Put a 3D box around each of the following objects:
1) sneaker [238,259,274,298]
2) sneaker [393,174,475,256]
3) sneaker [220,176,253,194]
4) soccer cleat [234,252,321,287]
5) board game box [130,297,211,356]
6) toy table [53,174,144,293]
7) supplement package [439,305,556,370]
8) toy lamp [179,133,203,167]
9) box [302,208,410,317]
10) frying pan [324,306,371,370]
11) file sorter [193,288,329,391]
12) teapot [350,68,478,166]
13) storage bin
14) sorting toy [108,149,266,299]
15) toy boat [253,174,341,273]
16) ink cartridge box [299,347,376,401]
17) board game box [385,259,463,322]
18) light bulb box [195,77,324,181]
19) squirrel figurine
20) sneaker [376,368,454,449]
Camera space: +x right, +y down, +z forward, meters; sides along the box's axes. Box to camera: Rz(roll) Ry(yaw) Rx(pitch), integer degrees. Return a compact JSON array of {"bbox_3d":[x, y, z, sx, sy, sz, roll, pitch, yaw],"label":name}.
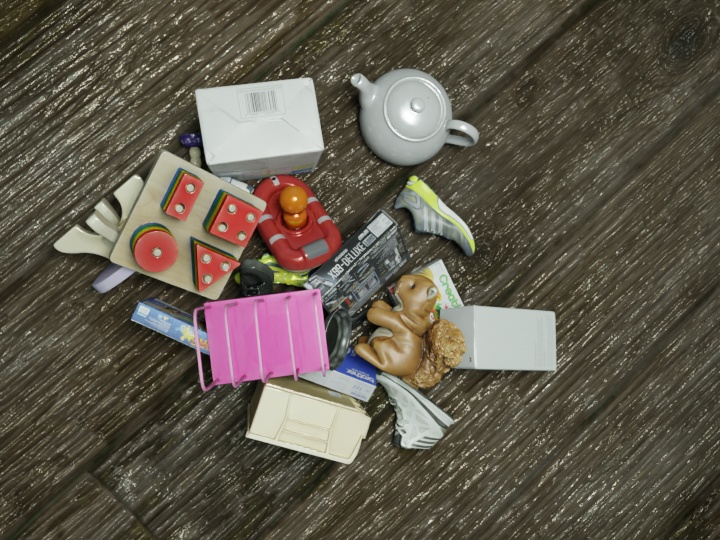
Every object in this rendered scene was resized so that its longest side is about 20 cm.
[{"bbox_3d":[-0.191,0.068,1.053,0.059,0.200,0.105,7,63,2],"label":"sneaker"},{"bbox_3d":[0.149,-0.096,1.160,0.200,0.074,0.081,44,94,-2],"label":"sneaker"},{"bbox_3d":[-0.240,-0.068,1.058,0.070,0.073,0.202,14,115,-2],"label":"sneaker"},{"bbox_3d":[-0.141,0.000,1.106,0.198,0.065,0.084,-18,90,-10],"label":"soccer cleat"},{"bbox_3d":[-0.303,0.110,1.047,0.199,0.135,0.035,27,87,-9],"label":"board game box"},{"bbox_3d":[-0.420,-0.068,1.013,0.200,0.183,0.117,-46,115,-15],"label":"toy table"},{"bbox_3d":[0.267,0.135,1.125,0.198,0.117,0.119,6,81,-26],"label":"supplement package"},{"bbox_3d":[-0.305,-0.150,1.079,0.058,0.058,0.202,-6,92,-10],"label":"toy lamp"},{"bbox_3d":[0.000,0.000,1.086,0.200,0.158,0.050,-45,65,-5],"label":"box"},{"bbox_3d":[-0.033,0.099,1.078,0.031,0.116,0.191,8,46,23],"label":"frying pan"},{"bbox_3d":[-0.156,0.113,0.930,0.198,0.125,0.141,-7,90,-3],"label":"file sorter"},{"bbox_3d":[0.098,-0.296,1.100,0.199,0.146,0.199,-24,96,-9],"label":"teapot"},{"bbox_3d":[-0.100,0.258,1.055,0.197,0.200,0.095,19,86,-10],"label":"storage bin"},{"bbox_3d":[-0.276,-0.061,0.958,0.199,0.070,0.200,25,96,-36],"label":"sorting toy"},{"bbox_3d":[-0.121,-0.103,1.046,0.130,0.131,0.201,-24,60,-20],"label":"toy boat"},{"bbox_3d":[-0.067,0.175,1.107,0.198,0.094,0.044,23,116,-9],"label":"ink cartridge box"},{"bbox_3d":[0.151,0.095,1.176,0.125,0.035,0.201,-28,96,-9],"label":"board game box"},{"bbox_3d":[-0.176,-0.241,1.026,0.196,0.200,0.126,-9,92,-9],"label":"light bulb box"},{"bbox_3d":[0.107,0.112,1.086,0.199,0.142,0.188,32,90,10],"label":"squirrel figurine"},{"bbox_3d":[0.085,0.286,1.149,0.200,0.076,0.116,40,83,-11],"label":"sneaker"}]
